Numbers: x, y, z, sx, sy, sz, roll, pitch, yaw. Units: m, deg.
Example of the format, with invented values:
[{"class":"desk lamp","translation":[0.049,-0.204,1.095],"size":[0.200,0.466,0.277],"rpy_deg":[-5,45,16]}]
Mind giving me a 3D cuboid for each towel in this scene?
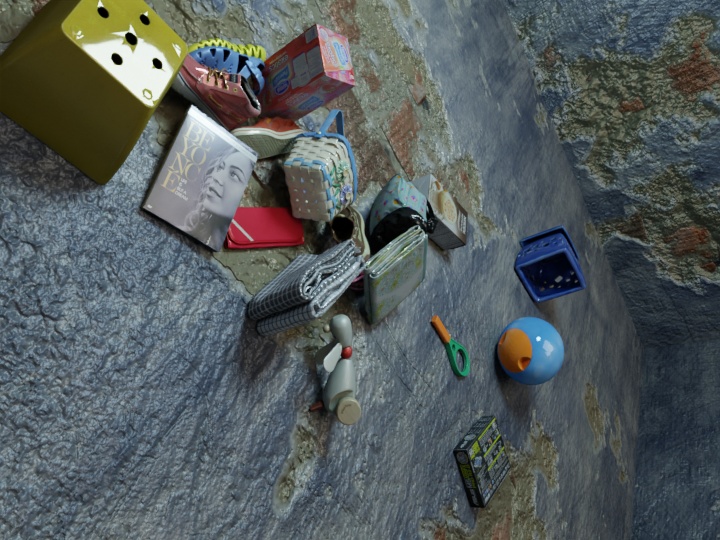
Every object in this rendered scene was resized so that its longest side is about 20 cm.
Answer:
[{"class":"towel","translation":[0.075,0.011,1.193],"size":[0.170,0.048,0.202],"rpy_deg":[-38,150,-22]},{"class":"towel","translation":[-0.097,0.025,0.997],"size":[0.087,0.164,0.200],"rpy_deg":[56,41,-11]}]

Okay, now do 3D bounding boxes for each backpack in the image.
[{"class":"backpack","translation":[0.095,-0.133,1.295],"size":[0.127,0.165,0.202],"rpy_deg":[44,32,-21]}]

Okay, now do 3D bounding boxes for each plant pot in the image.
[{"class":"plant pot","translation":[-0.360,-0.282,0.759],"size":[0.200,0.174,0.204],"rpy_deg":[41,48,-35]},{"class":"plant pot","translation":[0.692,-0.034,1.988],"size":[0.201,0.197,0.182],"rpy_deg":[50,37,-27]}]

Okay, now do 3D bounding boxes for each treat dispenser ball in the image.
[{"class":"treat dispenser ball","translation":[0.519,0.245,1.663],"size":[0.199,0.198,0.206],"rpy_deg":[21,62,-46]}]

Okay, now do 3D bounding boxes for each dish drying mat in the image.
[{"class":"dish drying mat","translation":[-0.182,-0.083,1.042],"size":[0.198,0.018,0.079],"rpy_deg":[-7,83,-52]}]

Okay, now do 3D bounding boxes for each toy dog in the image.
[{"class":"toy dog","translation":[-0.058,0.196,1.048],"size":[0.094,0.132,0.205],"rpy_deg":[-5,74,-12]}]

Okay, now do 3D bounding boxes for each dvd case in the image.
[{"class":"dvd case","translation":[-0.266,-0.155,0.927],"size":[0.148,0.016,0.204],"rpy_deg":[33,64,-37]}]

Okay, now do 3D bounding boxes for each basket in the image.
[{"class":"basket","translation":[-0.070,-0.204,1.109],"size":[0.202,0.135,0.179],"rpy_deg":[-69,158,-44]}]

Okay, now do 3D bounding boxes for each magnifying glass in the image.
[{"class":"magnifying glass","translation":[0.246,0.206,1.483],"size":[0.202,0.022,0.080],"rpy_deg":[58,41,-23]}]

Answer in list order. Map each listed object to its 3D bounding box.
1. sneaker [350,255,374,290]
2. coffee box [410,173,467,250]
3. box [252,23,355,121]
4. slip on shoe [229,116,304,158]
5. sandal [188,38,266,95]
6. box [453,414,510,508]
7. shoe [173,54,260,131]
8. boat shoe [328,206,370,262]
[{"class":"sneaker","translation":[0.000,0.000,1.182],"size":[0.198,0.094,0.081],"rpy_deg":[-15,87,-53]},{"class":"coffee box","translation":[0.216,-0.158,1.516],"size":[0.199,0.078,0.117],"rpy_deg":[35,53,-39]},{"class":"box","translation":[-0.115,-0.381,1.079],"size":[0.094,0.197,0.105],"rpy_deg":[-2,78,-50]},{"class":"slip on shoe","translation":[-0.188,-0.265,1.064],"size":[0.062,0.074,0.198],"rpy_deg":[53,38,10]},{"class":"sandal","translation":[-0.246,-0.372,1.010],"size":[0.198,0.078,0.089],"rpy_deg":[-19,96,-46]},{"class":"box","translation":[0.332,0.509,1.468],"size":[0.198,0.044,0.164],"rpy_deg":[-24,96,-52]},{"class":"shoe","translation":[-0.251,-0.323,0.929],"size":[0.200,0.089,0.073],"rpy_deg":[51,22,-56]},{"class":"boat shoe","translation":[-0.031,-0.094,1.131],"size":[0.075,0.074,0.204],"rpy_deg":[49,9,-37]}]
